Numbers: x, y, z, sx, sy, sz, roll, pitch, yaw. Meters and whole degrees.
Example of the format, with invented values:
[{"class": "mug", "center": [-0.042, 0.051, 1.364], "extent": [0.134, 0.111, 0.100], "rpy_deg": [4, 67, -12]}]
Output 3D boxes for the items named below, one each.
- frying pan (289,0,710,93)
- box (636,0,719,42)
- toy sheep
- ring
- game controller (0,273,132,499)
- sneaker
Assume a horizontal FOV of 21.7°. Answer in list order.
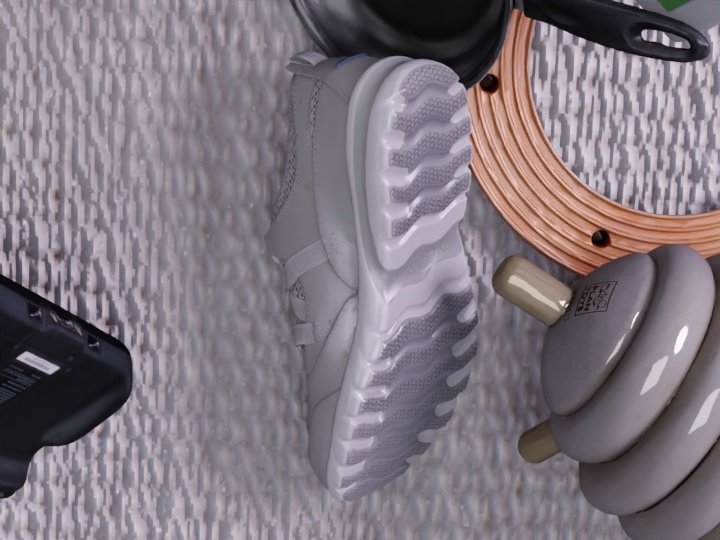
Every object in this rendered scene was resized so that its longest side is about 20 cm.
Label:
[{"class": "frying pan", "center": [0.042, -0.125, 0.720], "extent": [0.190, 0.031, 0.115], "rpy_deg": [-5, 114, 43]}, {"class": "box", "center": [0.144, -0.228, 0.650], "extent": [0.199, 0.171, 0.200], "rpy_deg": [47, 63, -11]}, {"class": "toy sheep", "center": [0.137, 0.054, 0.759], "extent": [0.200, 0.138, 0.138], "rpy_deg": [27, 99, -10]}, {"class": "ring", "center": [0.135, -0.088, 0.792], "extent": [0.200, 0.019, 0.201], "rpy_deg": [-1, 101, -3]}, {"class": "game controller", "center": [-0.157, 0.046, 0.722], "extent": [0.104, 0.200, 0.042], "rpy_deg": [-40, 72, 1]}, {"class": "sneaker", "center": [0.000, 0.000, 0.786], "extent": [0.075, 0.082, 0.200], "rpy_deg": [-17, 121, -43]}]
